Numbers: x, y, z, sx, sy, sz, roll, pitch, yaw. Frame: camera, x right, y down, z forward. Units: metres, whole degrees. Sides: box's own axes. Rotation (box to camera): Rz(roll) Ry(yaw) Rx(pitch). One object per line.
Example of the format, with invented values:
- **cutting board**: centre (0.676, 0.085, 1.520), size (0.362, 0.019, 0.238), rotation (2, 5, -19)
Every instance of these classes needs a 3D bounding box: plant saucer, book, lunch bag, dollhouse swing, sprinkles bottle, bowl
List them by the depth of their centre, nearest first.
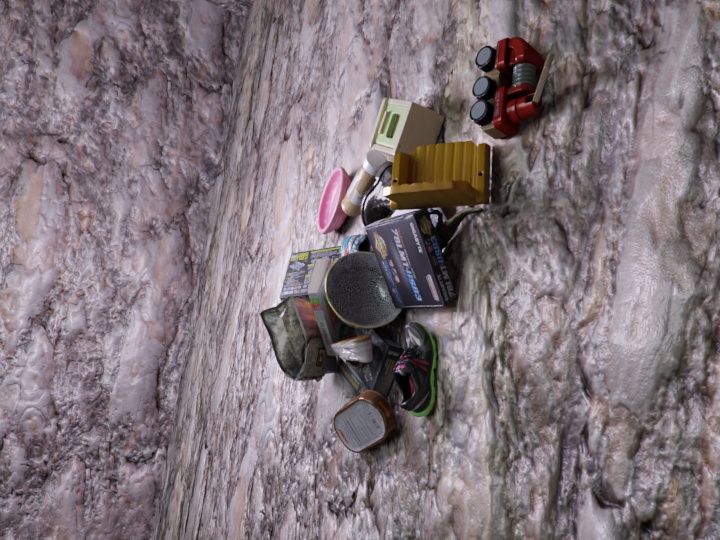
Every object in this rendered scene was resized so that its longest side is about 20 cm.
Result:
- **dollhouse swing**: centre (0.147, -0.207, 1.239), size (0.194, 0.176, 0.188), rotation (-2, 71, 23)
- **bowl**: centre (0.006, 0.067, 1.489), size (0.095, 0.193, 0.206), rotation (106, 163, -56)
- **book**: centre (-0.083, 0.093, 1.563), size (0.135, 0.046, 0.204), rotation (-74, -24, -50)
- **lunch bag**: centre (-0.151, 0.181, 1.571), size (0.115, 0.164, 0.205), rotation (-26, 75, 12)
- **sprinkles bottle**: centre (0.009, -0.234, 1.685), size (0.201, 0.066, 0.070), rotation (123, 149, -49)
- **plant saucer**: centre (-0.073, -0.205, 1.859), size (0.202, 0.049, 0.205), rotation (127, 151, -46)

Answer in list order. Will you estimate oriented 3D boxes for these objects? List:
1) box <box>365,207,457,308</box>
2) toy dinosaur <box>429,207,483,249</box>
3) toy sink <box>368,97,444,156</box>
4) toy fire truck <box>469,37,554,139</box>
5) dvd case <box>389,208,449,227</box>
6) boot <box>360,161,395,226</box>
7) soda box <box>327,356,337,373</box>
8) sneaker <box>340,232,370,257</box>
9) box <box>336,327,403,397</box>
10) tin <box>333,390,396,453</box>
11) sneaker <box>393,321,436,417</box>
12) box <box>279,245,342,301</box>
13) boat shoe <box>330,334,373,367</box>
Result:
- **box**: centre (0.107, -0.020, 1.344), size (0.197, 0.049, 0.206), rotation (-5, 108, 61)
- **toy dinosaur**: centre (0.170, -0.090, 1.335), size (0.201, 0.087, 0.048), rotation (-51, 10, 37)
- **toy sink**: centre (0.100, -0.349, 1.554), size (0.200, 0.109, 0.134), rotation (39, 111, 61)
- **toy fire truck**: centre (0.307, -0.367, 1.181), size (0.197, 0.126, 0.182), rotation (-6, 70, 48)
- **dvd case**: centre (0.126, -0.095, 1.445), size (0.201, 0.016, 0.152), rotation (-50, 53, 39)
- **boot**: centre (0.078, -0.163, 1.560), size (0.175, 0.067, 0.205), rotation (53, 130, 48)
- **soda box**: centre (-0.109, 0.177, 1.690), size (0.066, 0.063, 0.207), rotation (-9, 73, 18)
- **sneaker**: centre (0.000, 0.000, 1.609), size (0.094, 0.078, 0.207), rotation (-16, 74, 38)
- **box**: centre (0.018, 0.219, 1.502), size (0.200, 0.047, 0.163), rotation (37, 111, 61)
- **tin**: centre (0.006, 0.347, 1.414), size (0.114, 0.041, 0.200), rotation (58, 137, 11)
- **sneaker**: centre (0.111, 0.199, 1.299), size (0.076, 0.082, 0.206), rotation (-37, 46, 48)
- **box**: centre (-0.115, 0.014, 1.706), size (0.194, 0.045, 0.164), rotation (-8, 47, 21)
- **boat shoe**: centre (-0.020, 0.196, 1.461), size (0.199, 0.069, 0.072), rotation (154, 101, -71)
